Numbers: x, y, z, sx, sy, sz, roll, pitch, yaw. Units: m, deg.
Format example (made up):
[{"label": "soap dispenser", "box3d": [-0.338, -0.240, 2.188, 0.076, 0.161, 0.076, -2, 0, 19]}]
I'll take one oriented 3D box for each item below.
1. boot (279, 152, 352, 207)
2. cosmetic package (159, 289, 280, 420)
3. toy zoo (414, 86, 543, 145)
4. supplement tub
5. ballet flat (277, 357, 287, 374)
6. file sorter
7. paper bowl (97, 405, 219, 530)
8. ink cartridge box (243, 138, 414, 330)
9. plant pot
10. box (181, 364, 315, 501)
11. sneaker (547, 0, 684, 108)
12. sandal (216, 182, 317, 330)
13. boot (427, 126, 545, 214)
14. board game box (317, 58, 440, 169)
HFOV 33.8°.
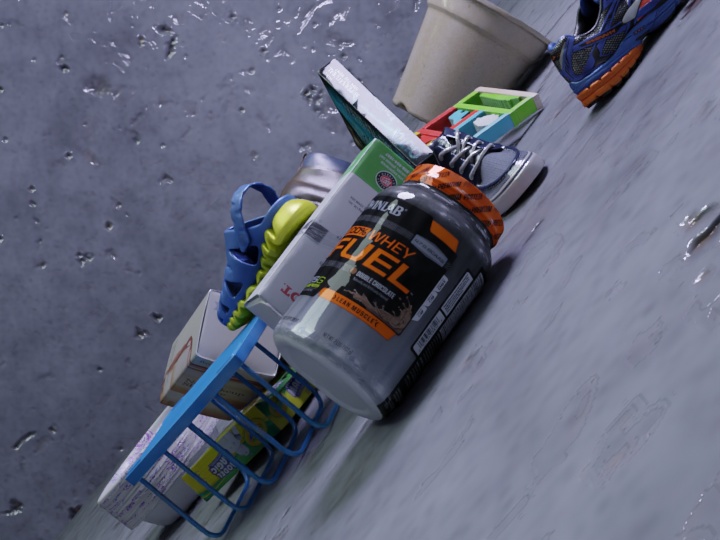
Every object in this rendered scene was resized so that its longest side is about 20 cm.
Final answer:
[{"label": "boot", "box3d": [0.008, -0.072, 1.279, 0.075, 0.199, 0.097, 87, -162, -59]}, {"label": "cosmetic package", "box3d": [-0.168, 0.107, 1.430, 0.200, 0.103, 0.088, 131, 152, -60]}, {"label": "toy zoo", "box3d": [0.108, -0.157, 1.426, 0.200, 0.021, 0.131, -36, 25, -16]}, {"label": "supplement tub", "box3d": [0.028, 0.015, 1.003, 0.200, 0.122, 0.122, -53, 7, -17]}, {"label": "ballet flat", "box3d": [-0.081, 0.106, 1.459, 0.070, 0.069, 0.200, -56, 2, -38]}, {"label": "file sorter", "box3d": [-0.123, 0.157, 1.238, 0.200, 0.123, 0.139, -48, 7, 25]}, {"label": "paper bowl", "box3d": [-0.265, 0.271, 1.644, 0.201, 0.104, 0.201, -50, 7, 9]}, {"label": "ink cartridge box", "box3d": [0.003, -0.002, 1.158, 0.200, 0.146, 0.084, -52, 8, -17]}, {"label": "plant pot", "box3d": [0.144, -0.286, 1.684, 0.184, 0.200, 0.200, -61, 5, 8]}, {"label": "box", "box3d": [-0.121, 0.179, 1.398, 0.200, 0.048, 0.117, -48, 0, 37]}, {"label": "sneaker", "box3d": [0.254, -0.254, 1.142, 0.200, 0.078, 0.075, -53, 8, -17]}, {"label": "sandal", "box3d": [-0.112, -0.019, 1.257, 0.079, 0.087, 0.201, -29, -26, -48]}, {"label": "boot", "box3d": [0.115, -0.106, 1.208, 0.073, 0.090, 0.200, -51, 7, -10]}, {"label": "board game box", "box3d": [0.035, -0.129, 1.275, 0.028, 0.135, 0.200, -37, 50, -5]}]
